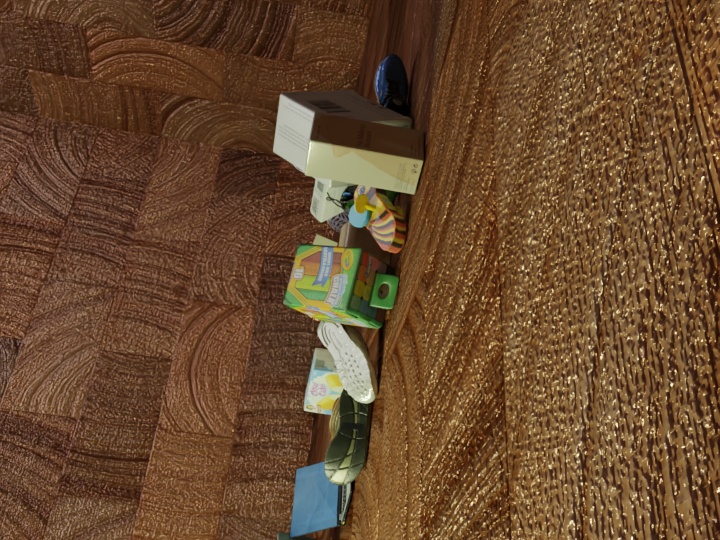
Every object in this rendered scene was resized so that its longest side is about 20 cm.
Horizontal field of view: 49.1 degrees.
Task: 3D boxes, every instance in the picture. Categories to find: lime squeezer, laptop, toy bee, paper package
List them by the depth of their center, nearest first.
[{"bbox_3d":[0.021,-0.127,1.460,0.109,0.200,0.131,-59,-18,16],"label":"toy bee"},{"bbox_3d":[0.050,-0.174,1.641,0.200,0.070,0.038,-50,-33,-34],"label":"lime squeezer"},{"bbox_3d":[0.000,0.000,1.678,0.191,0.103,0.201,170,109,-85],"label":"paper package"},{"bbox_3d":[-0.084,0.472,1.775,0.188,0.115,0.201,-89,9,-51],"label":"laptop"}]

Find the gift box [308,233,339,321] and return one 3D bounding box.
[{"bbox_3d":[-0.061,0.038,1.900,0.185,0.199,0.188,113,180,-84],"label":"gift box"}]

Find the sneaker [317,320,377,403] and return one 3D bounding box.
[{"bbox_3d":[-0.008,0.171,1.556,0.076,0.080,0.201,-39,58,22],"label":"sneaker"}]

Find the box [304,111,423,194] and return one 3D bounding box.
[{"bbox_3d":[0.007,-0.205,1.381,0.095,0.199,0.078,-87,8,-46],"label":"box"}]

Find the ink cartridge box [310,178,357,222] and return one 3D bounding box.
[{"bbox_3d":[-0.017,-0.210,1.787,0.047,0.199,0.160,47,150,22],"label":"ink cartridge box"}]

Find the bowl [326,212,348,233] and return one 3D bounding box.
[{"bbox_3d":[-0.051,-0.183,2.047,0.201,0.094,0.202,-171,90,-85],"label":"bowl"}]

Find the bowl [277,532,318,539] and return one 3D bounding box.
[{"bbox_3d":[-0.124,0.687,1.777,0.201,0.104,0.202,173,90,-85],"label":"bowl"}]

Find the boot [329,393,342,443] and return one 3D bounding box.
[{"bbox_3d":[-0.036,0.312,1.694,0.155,0.073,0.201,-100,19,-68],"label":"boot"}]

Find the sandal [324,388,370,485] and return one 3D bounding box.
[{"bbox_3d":[-0.015,0.323,1.554,0.057,0.079,0.202,55,-133,-72],"label":"sandal"}]

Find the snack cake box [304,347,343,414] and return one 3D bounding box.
[{"bbox_3d":[-0.072,0.279,1.946,0.201,0.114,0.067,104,172,-50],"label":"snack cake box"}]

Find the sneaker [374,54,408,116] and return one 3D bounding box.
[{"bbox_3d":[0.074,-0.360,1.673,0.089,0.078,0.201,171,99,-77],"label":"sneaker"}]

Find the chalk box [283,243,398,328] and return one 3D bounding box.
[{"bbox_3d":[-0.022,0.031,1.480,0.124,0.199,0.126,29,-110,-50],"label":"chalk box"}]

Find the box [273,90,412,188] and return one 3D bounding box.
[{"bbox_3d":[-0.038,-0.271,1.594,0.199,0.199,0.131,35,125,39],"label":"box"}]

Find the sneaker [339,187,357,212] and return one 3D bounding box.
[{"bbox_3d":[0.007,-0.148,1.786,0.200,0.111,0.074,121,158,-77],"label":"sneaker"}]
